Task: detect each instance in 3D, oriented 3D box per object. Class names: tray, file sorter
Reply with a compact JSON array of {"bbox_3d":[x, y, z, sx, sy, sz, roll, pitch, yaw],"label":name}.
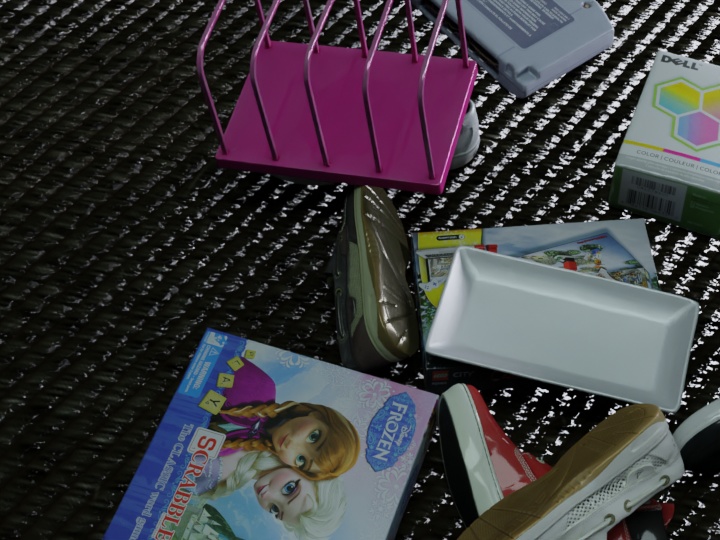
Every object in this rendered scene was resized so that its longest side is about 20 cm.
[{"bbox_3d":[0.157,0.048,1.140,0.198,0.022,0.108,13,54,11],"label":"tray"},{"bbox_3d":[-0.019,-0.167,1.206,0.198,0.126,0.140,8,55,16],"label":"file sorter"}]

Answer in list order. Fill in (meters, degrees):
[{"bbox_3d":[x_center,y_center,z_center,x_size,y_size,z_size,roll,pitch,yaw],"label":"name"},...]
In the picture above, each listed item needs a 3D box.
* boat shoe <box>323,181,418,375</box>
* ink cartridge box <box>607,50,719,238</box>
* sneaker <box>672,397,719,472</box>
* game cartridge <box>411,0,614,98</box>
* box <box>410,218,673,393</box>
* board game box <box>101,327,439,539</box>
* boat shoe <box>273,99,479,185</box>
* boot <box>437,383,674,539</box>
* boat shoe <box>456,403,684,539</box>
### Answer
[{"bbox_3d":[0.001,0.001,1.200,0.066,0.072,0.202,-29,41,21],"label":"boat shoe"},{"bbox_3d":[0.298,-0.132,1.296,0.103,0.060,0.201,17,55,14],"label":"ink cartridge box"},{"bbox_3d":[0.339,0.140,1.081,0.198,0.073,0.113,-12,52,-9],"label":"sneaker"},{"bbox_3d":[0.143,-0.257,1.411,0.132,0.041,0.200,-33,59,-17],"label":"game cartridge"},{"bbox_3d":[0.144,0.027,1.194,0.197,0.038,0.138,-3,54,-1],"label":"box"},{"bbox_3d":[-0.063,0.156,1.101,0.197,0.041,0.201,15,55,12],"label":"board game box"},{"bbox_3d":[0.007,-0.122,1.291,0.197,0.069,0.073,1,53,3],"label":"boat shoe"},{"bbox_3d":[0.147,0.161,1.077,0.143,0.073,0.201,-17,62,-11],"label":"boot"},{"bbox_3d":[0.140,0.175,0.994,0.199,0.071,0.070,-35,103,-8],"label":"boat shoe"}]
